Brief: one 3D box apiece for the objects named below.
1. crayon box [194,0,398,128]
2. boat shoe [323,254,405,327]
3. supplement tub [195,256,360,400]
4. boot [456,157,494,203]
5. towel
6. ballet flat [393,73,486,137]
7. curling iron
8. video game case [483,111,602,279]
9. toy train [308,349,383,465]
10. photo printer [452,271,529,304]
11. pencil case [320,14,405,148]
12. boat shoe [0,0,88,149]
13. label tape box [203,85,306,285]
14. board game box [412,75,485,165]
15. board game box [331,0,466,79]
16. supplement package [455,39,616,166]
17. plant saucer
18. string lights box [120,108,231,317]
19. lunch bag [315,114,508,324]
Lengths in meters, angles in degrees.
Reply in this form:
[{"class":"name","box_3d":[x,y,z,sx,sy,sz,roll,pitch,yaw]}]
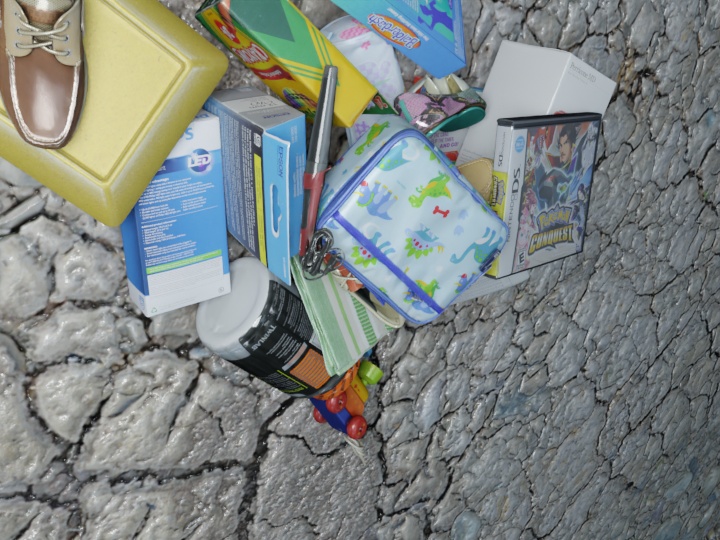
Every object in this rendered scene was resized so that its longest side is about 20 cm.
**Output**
[{"class":"crayon box","box_3d":[-0.065,-0.208,0.741,0.199,0.127,0.051,40,85,-25]},{"class":"boat shoe","box_3d":[0.000,0.000,0.866,0.200,0.070,0.063,42,48,-45]},{"class":"supplement tub","box_3d":[-0.093,0.079,0.903,0.123,0.122,0.200,-54,134,-4]},{"class":"boot","box_3d":[0.054,-0.093,0.857,0.198,0.074,0.155,-25,148,27]},{"class":"towel","box_3d":[-0.008,0.024,0.923,0.200,0.023,0.154,-32,104,-55]},{"class":"ballet flat","box_3d":[0.097,-0.201,0.886,0.072,0.069,0.199,62,33,-1]},{"class":"curling iron","box_3d":[-0.034,-0.090,0.701,0.025,0.049,0.203,-12,108,-66]},{"class":"video game case","box_3d":[0.224,-0.095,0.897,0.198,0.025,0.183,-14,114,-42]},{"class":"toy train","box_3d":[-0.006,0.183,1.065,0.116,0.084,0.201,-53,136,-23]},{"class":"photo printer","box_3d":[0.141,-0.016,0.997,0.164,0.070,0.200,-18,161,14]},{"class":"pencil case","box_3d":[0.010,-0.199,0.877,0.090,0.083,0.202,-21,127,-6]},{"class":"boat shoe","box_3d":[-0.253,-0.198,0.580,0.075,0.072,0.203,-2,101,-19]},{"class":"label tape box","box_3d":[-0.095,-0.094,0.758,0.065,0.200,0.145,-16,122,-29]},{"class":"board game box","box_3d":[0.119,-0.154,1.018,0.152,0.040,0.203,-2,112,-39]},{"class":"board game box","box_3d":[0.038,-0.324,0.808,0.199,0.045,0.154,22,60,-44]},{"class":"supplement package","box_3d":[0.227,-0.182,0.982,0.120,0.119,0.202,11,104,-42]},{"class":"plant saucer","box_3d":[-0.246,-0.170,0.653,0.199,0.048,0.201,35,87,-22]},{"class":"string lights box","box_3d":[-0.200,-0.063,0.786,0.102,0.059,0.203,-17,121,-33]},{"class":"lunch bag","box_3d":[0.049,-0.046,0.786,0.161,0.083,0.200,-43,121,7]}]
